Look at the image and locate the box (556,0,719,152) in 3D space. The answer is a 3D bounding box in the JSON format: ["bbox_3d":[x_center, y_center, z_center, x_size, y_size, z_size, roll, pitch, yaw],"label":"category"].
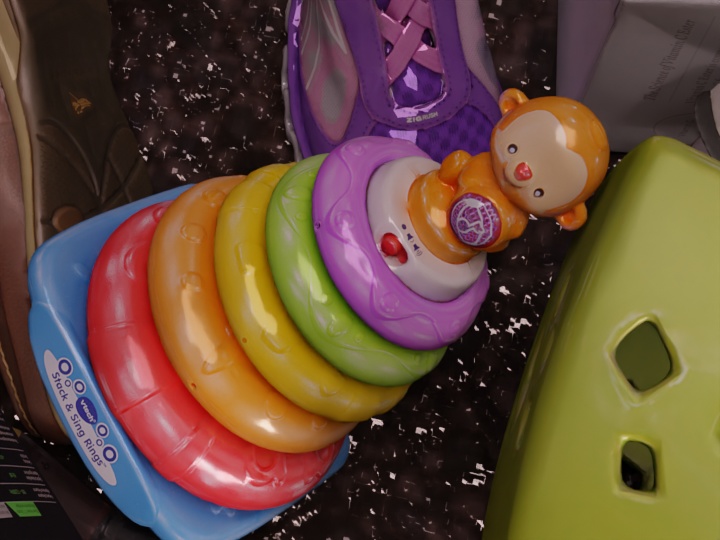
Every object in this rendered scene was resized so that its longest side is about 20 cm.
[{"bbox_3d":[0.174,-0.109,0.826,0.198,0.152,0.107,3,75,-3],"label":"box"}]

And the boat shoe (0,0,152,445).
[{"bbox_3d":[-0.120,-0.036,0.840,0.067,0.072,0.201,-14,84,29],"label":"boat shoe"}]

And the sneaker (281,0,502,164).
[{"bbox_3d":[0.009,-0.102,0.849,0.080,0.089,0.201,-8,76,-7],"label":"sneaker"}]

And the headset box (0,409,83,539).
[{"bbox_3d":[-0.169,0.112,0.693,0.174,0.093,0.201,-34,80,7],"label":"headset box"}]

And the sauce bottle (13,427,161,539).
[{"bbox_3d":[-0.141,0.075,0.805,0.199,0.066,0.066,20,74,1],"label":"sauce bottle"}]

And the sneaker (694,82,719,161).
[{"bbox_3d":[0.206,-0.030,0.750,0.199,0.089,0.077,18,44,-23],"label":"sneaker"}]

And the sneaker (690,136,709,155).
[{"bbox_3d":[0.196,-0.005,0.850,0.199,0.085,0.073,26,67,-18],"label":"sneaker"}]

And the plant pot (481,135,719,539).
[{"bbox_3d":[0.124,0.097,0.750,0.199,0.199,0.182,27,82,4],"label":"plant pot"}]

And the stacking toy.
[{"bbox_3d":[0.000,0.000,0.753,0.110,0.199,0.117,-26,88,-51],"label":"stacking toy"}]
